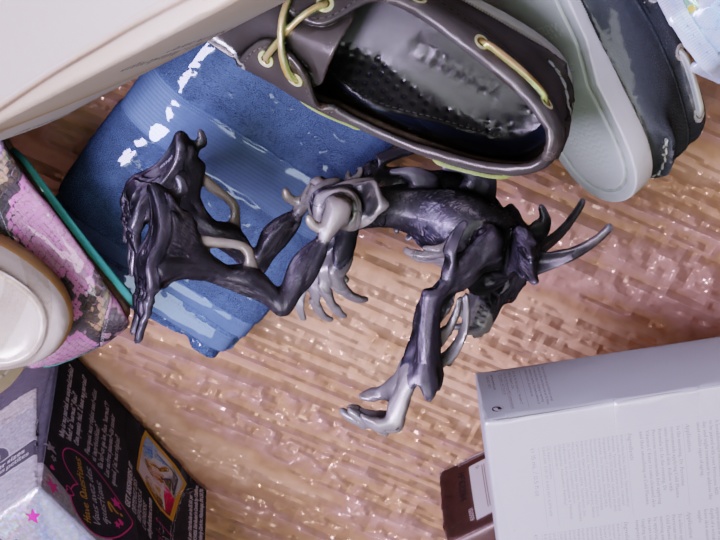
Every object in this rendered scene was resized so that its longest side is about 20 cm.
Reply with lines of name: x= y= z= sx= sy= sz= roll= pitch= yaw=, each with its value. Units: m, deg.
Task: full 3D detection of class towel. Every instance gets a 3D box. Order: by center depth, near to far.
towel: x=-0.048 y=-0.063 z=1.044 sx=0.111 sy=0.049 sz=0.200 roll=32 pitch=111 yaw=-15

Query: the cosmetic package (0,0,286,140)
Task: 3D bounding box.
cosmetic package: x=-0.083 y=-0.116 z=0.892 sx=0.199 sy=0.103 sz=0.074 roll=-24 pitch=92 yaw=33

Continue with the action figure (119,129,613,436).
action figure: x=0.000 y=0.000 z=0.989 sx=0.198 sy=0.119 sz=0.103 roll=5 pitch=115 yaw=-16

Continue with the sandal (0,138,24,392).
sandal: x=-0.198 y=-0.050 z=1.045 sx=0.077 sy=0.069 sz=0.214 roll=-21 pitch=102 yaw=-34

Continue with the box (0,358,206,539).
box: x=-0.181 y=0.155 z=1.097 sx=0.199 sy=0.132 sz=0.115 roll=-37 pitch=113 yaw=15

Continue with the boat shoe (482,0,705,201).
boat shoe: x=0.087 y=-0.129 z=1.010 sx=0.060 sy=0.075 sz=0.201 roll=-35 pitch=115 yaw=-29

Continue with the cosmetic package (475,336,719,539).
cosmetic package: x=0.137 y=0.132 z=1.063 sx=0.149 sy=0.052 sz=0.202 roll=-7 pitch=114 yaw=2

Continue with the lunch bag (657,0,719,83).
lunch bag: x=0.183 y=-0.159 z=0.919 sx=0.169 sy=0.200 sz=0.127 roll=-35 pitch=111 yaw=14

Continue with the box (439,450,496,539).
box: x=0.128 y=0.165 z=1.145 sx=0.100 sy=0.075 sz=0.201 roll=-27 pitch=112 yaw=10

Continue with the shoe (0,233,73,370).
shoe: x=-0.214 y=0.008 z=0.955 sx=0.198 sy=0.054 sz=0.070 roll=14 pitch=120 yaw=-11

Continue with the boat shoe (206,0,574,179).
boat shoe: x=-0.005 y=-0.098 z=0.963 sx=0.200 sy=0.061 sz=0.072 roll=22 pitch=113 yaw=-5

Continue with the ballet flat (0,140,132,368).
ballet flat: x=-0.168 y=-0.043 z=0.990 sx=0.071 sy=0.069 sz=0.201 roll=-33 pitch=110 yaw=-11
